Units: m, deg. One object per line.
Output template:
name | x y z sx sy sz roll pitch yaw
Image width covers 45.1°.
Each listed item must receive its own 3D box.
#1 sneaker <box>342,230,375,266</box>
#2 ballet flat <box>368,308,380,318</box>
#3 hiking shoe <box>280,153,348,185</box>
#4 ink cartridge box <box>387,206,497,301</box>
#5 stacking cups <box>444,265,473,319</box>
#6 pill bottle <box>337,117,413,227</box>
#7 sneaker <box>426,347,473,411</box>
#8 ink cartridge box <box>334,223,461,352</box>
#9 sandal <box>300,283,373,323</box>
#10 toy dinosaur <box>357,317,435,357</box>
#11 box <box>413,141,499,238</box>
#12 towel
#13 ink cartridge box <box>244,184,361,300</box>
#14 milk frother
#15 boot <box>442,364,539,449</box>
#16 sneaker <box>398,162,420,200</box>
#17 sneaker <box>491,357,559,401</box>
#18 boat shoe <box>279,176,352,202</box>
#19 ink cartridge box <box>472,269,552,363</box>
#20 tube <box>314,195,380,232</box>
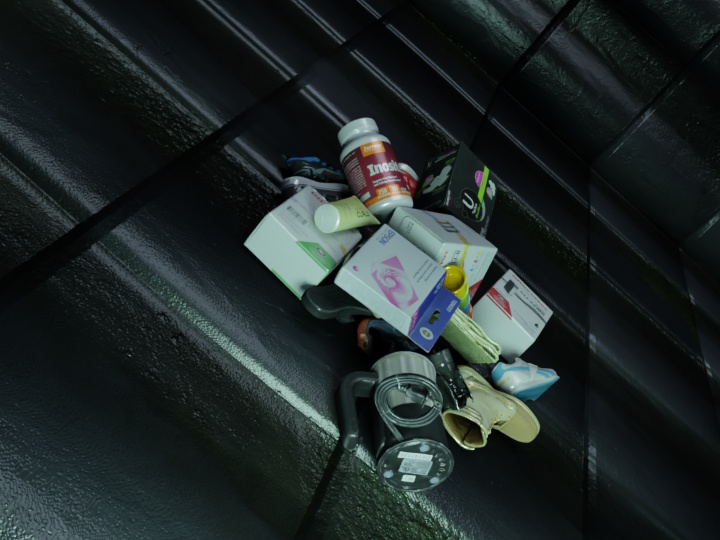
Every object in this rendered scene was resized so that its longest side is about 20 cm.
sneaker | 0.000 0.000 1.603 0.070 0.094 0.200 39 25 -1
ballet flat | 0.053 0.040 1.581 0.063 0.067 0.200 53 27 0
hiking shoe | -0.071 -0.202 1.816 0.198 0.075 0.087 11 41 -46
ink cartridge box | 0.145 -0.024 1.744 0.198 0.147 0.144 4 29 -49
stacking cups | 0.195 0.064 1.705 0.061 0.060 0.201 62 0 33
pill bottle | 0.024 -0.199 1.754 0.112 0.112 0.203 1 62 -52
sneaker | 0.144 0.197 1.489 0.200 0.059 0.106 105 -39 -74
ink cartridge box | 0.077 0.024 1.499 0.198 0.044 0.196 35 34 5
sandal | -0.041 0.061 1.514 0.199 0.048 0.076 2 43 -54
toy dinosaur | 0.058 0.119 1.580 0.179 0.107 0.199 17 2 -25
box | 0.215 -0.159 1.992 0.148 0.123 0.202 40 50 -26
towel | 0.194 0.118 1.650 0.148 0.037 0.200 44 -11 1
ink cartridge box | -0.098 -0.055 1.563 0.145 0.088 0.200 43 28 -1
milk frother | 0.072 0.192 1.321 0.178 0.201 0.190 24 32 -23
boot | 0.233 0.273 1.554 0.199 0.073 0.156 38 27 -5
sneaker | 0.135 -0.154 2.055 0.198 0.078 0.117 33 47 -21
sneaker | 0.340 0.218 1.773 0.198 0.077 0.081 4 44 -53
boat shoe | -0.077 -0.137 1.734 0.198 0.069 0.067 11 58 -50
ink cartridge box | 0.331 0.098 1.917 0.144 0.084 0.200 45 27 6
tube | -0.023 -0.106 1.596 0.199 0.051 0.059 -19 105 -67
